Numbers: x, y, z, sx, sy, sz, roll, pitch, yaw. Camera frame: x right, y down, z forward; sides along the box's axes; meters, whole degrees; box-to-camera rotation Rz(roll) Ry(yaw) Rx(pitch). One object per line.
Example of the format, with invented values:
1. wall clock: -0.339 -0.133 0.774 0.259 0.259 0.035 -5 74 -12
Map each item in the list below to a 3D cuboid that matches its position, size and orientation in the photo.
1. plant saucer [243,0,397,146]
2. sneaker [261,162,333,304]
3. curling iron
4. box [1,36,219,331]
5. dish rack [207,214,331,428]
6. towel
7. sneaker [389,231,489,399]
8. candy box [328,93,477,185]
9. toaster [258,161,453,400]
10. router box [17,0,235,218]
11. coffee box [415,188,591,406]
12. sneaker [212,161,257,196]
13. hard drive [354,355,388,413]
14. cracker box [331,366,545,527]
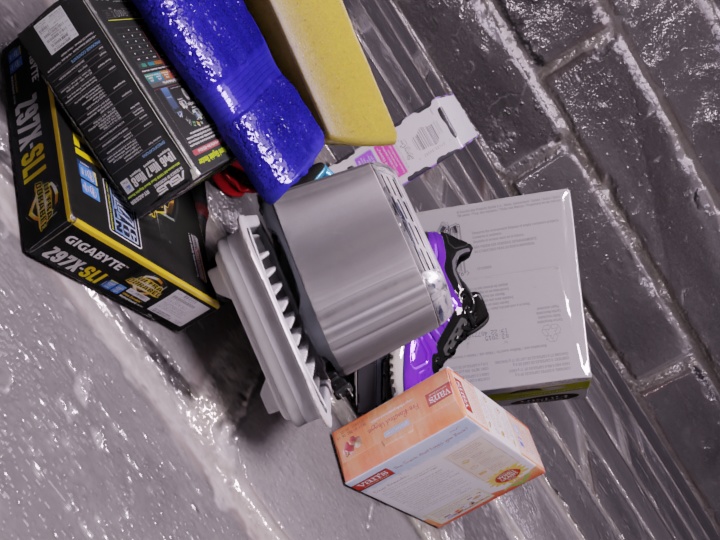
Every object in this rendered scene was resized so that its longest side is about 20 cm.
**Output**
1. plant saucer: -0.078 -0.190 0.879 0.198 0.048 0.202 11 -46 50
2. sneaker: -0.042 -0.024 1.032 0.073 0.081 0.203 33 33 -61
3. curling iron: -0.143 -0.043 0.874 0.050 0.025 0.202 66 4 -47
4. box: -0.189 -0.071 0.746 0.159 0.049 0.202 35 29 -51
5. dish rack: -0.074 0.042 0.809 0.200 0.043 0.174 -99 165 -86
6. towel: -0.098 -0.162 0.775 0.201 0.049 0.148 56 15 -16
7. sneaker: 0.080 0.057 0.986 0.070 0.098 0.204 81 13 -79
8. candy box: 0.044 -0.145 1.281 0.072 0.198 0.168 58 17 -3
9. toaster: 0.000 0.000 0.882 0.114 0.127 0.202 64 2 -62
10. router box: -0.156 -0.137 0.759 0.151 0.062 0.200 57 16 -8
11. coffee box: 0.149 0.047 1.114 0.198 0.196 0.204 51 32 -73
12. sneaker: -0.125 -0.134 1.030 0.200 0.077 0.117 -27 99 -67
13. hard drive: 0.013 0.038 1.053 0.201 0.037 0.142 -88 178 -61
14. cracker box: 0.080 0.178 0.959 0.200 0.133 0.058 39 26 -51
